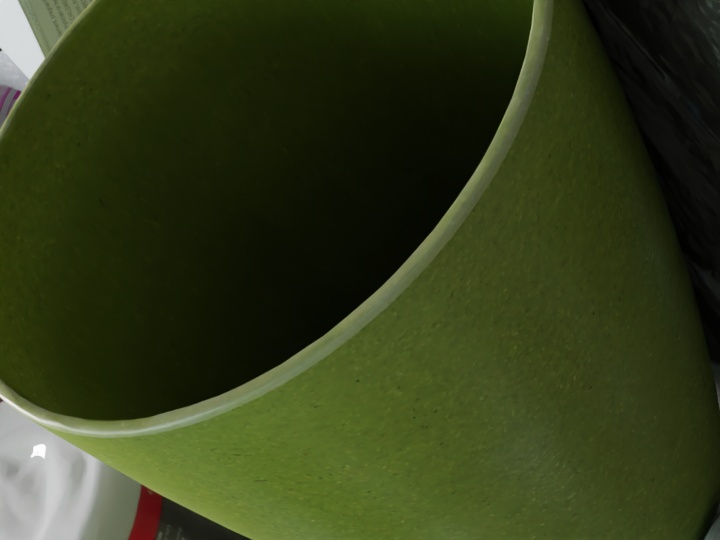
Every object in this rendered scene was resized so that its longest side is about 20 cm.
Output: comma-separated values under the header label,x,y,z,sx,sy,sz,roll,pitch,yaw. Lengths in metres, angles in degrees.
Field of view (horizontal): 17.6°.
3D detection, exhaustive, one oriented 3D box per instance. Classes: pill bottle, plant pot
label,x,y,z,sx,sy,sz,roll,pitch,yaw
pill bottle,-0.069,0.133,0.902,0.200,0.111,0.111,37,180,-39
plant pot,0.021,0.016,0.661,0.200,0.187,0.187,46,174,-39

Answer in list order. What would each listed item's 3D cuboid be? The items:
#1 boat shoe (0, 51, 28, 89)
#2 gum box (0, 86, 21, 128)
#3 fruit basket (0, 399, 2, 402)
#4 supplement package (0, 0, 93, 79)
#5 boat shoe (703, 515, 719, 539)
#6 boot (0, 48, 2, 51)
label,x,y,z,sx,sy,sz,roll,pitch,yaw
boat shoe,-0.114,-0.108,0.978,0.199,0.071,0.072,24,149,29
gum box,-0.111,-0.050,1.049,0.200,0.113,0.066,45,165,32
fruit basket,-0.196,0.031,0.984,0.216,0.215,0.155,57,166,-21
supplement package,-0.120,-0.173,0.743,0.200,0.111,0.156,46,166,29
boat shoe,0.170,0.151,0.675,0.200,0.072,0.071,47,163,15
boot,-0.136,-0.082,0.846,0.189,0.200,0.069,49,167,15
